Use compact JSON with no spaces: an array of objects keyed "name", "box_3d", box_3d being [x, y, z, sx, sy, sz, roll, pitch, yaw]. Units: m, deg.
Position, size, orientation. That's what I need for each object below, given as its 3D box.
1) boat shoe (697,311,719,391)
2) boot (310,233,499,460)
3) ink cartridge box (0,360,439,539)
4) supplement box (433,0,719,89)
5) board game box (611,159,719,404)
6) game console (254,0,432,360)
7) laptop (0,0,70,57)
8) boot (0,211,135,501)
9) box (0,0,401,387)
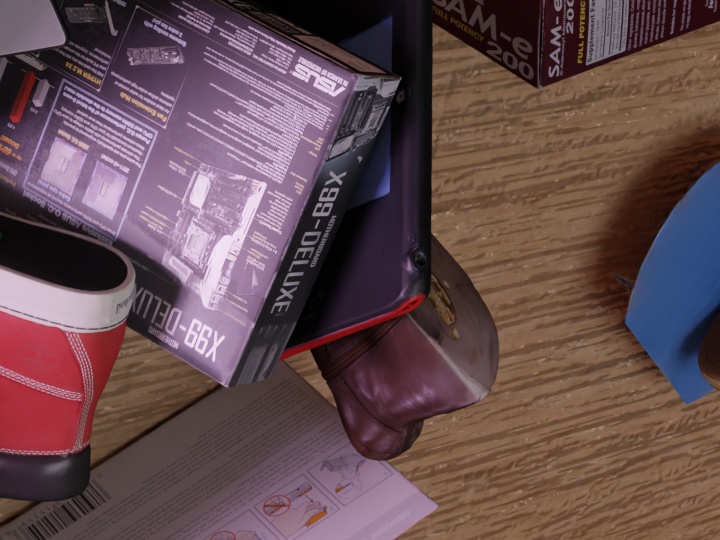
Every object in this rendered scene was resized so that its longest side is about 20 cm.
[{"name":"boat shoe","box_3d":[0.311,0.036,1.366,0.199,0.073,0.063,-34,133,-28]},{"name":"boot","box_3d":[0.000,0.000,1.004,0.064,0.188,0.200,-27,171,-15]},{"name":"ink cartridge box","box_3d":[-0.078,0.150,1.090,0.199,0.173,0.044,-32,134,-20]},{"name":"supplement box","box_3d":[0.147,-0.177,1.120,0.199,0.109,0.061,-21,128,-27]},{"name":"board game box","box_3d":[0.237,-0.006,1.352,0.158,0.039,0.200,-52,142,-7]},{"name":"game console","box_3d":[-0.022,-0.060,0.963,0.031,0.176,0.202,11,71,-30]},{"name":"laptop","box_3d":[-0.242,-0.121,0.768,0.185,0.117,0.201,-7,133,13]},{"name":"boot","box_3d":[-0.211,0.033,0.918,0.072,0.198,0.145,-54,164,-60]},{"name":"box","box_3d":[-0.100,-0.062,0.925,0.050,0.199,0.159,-10,125,-66]}]
